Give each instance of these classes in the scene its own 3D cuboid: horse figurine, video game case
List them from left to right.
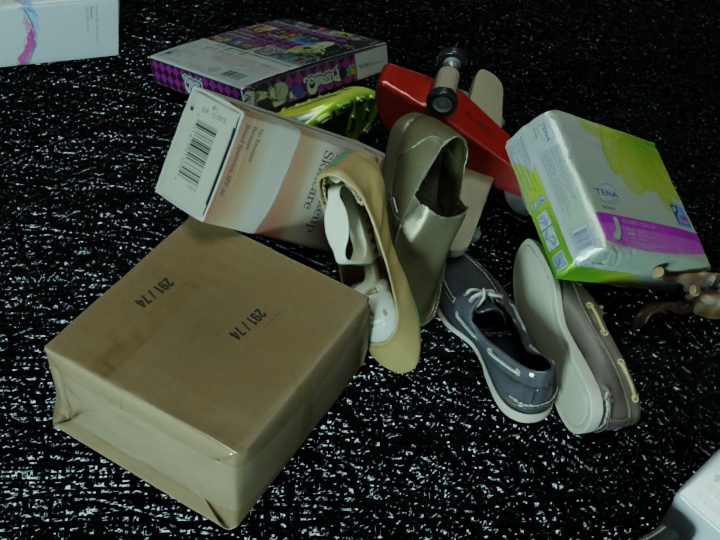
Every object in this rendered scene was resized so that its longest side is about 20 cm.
[{"bbox_3d":[-0.100,-0.222,1.163,0.181,0.036,0.200,-24,31,-30],"label":"video game case"},{"bbox_3d":[0.354,0.014,1.016,0.199,0.132,0.050,-19,67,28],"label":"horse figurine"}]

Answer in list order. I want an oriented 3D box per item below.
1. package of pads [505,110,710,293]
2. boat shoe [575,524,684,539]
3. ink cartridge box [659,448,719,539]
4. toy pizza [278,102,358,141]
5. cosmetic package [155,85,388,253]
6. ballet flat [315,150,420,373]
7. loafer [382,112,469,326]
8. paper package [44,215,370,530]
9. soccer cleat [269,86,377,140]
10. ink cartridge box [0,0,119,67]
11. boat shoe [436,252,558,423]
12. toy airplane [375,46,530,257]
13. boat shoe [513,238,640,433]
[{"bbox_3d":[0.236,-0.065,1.035,0.200,0.068,0.155,7,57,-45],"label":"package of pads"},{"bbox_3d":[0.159,0.235,0.810,0.199,0.071,0.063,-22,52,-24],"label":"boat shoe"},{"bbox_3d":[0.371,0.200,0.845,0.175,0.084,0.200,-38,62,-19],"label":"ink cartridge box"},{"bbox_3d":[-0.089,-0.121,1.122,0.199,0.032,0.201,6,46,-6],"label":"toy pizza"},{"bbox_3d":[-0.066,-0.082,0.969,0.200,0.104,0.087,11,15,-44],"label":"cosmetic package"},{"bbox_3d":[0.000,0.000,0.930,0.068,0.201,0.063,-9,10,34],"label":"ballet flat"},{"bbox_3d":[0.053,-0.040,0.971,0.076,0.201,0.067,-2,8,-40],"label":"loafer"},{"bbox_3d":[-0.120,0.072,0.881,0.190,0.104,0.200,26,48,16],"label":"paper package"},{"bbox_3d":[-0.064,-0.147,1.086,0.200,0.065,0.084,-30,51,-33],"label":"soccer cleat"},{"bbox_3d":[-0.376,-0.299,1.197,0.199,0.085,0.145,-11,50,-19],"label":"ink cartridge box"},{"bbox_3d":[0.122,0.042,0.987,0.072,0.063,0.200,-12,49,-18],"label":"boat shoe"},{"bbox_3d":[0.104,-0.114,1.100,0.200,0.141,0.200,-12,76,-48],"label":"toy airplane"},{"bbox_3d":[0.193,0.056,0.986,0.059,0.072,0.201,0,50,-20],"label":"boat shoe"}]
